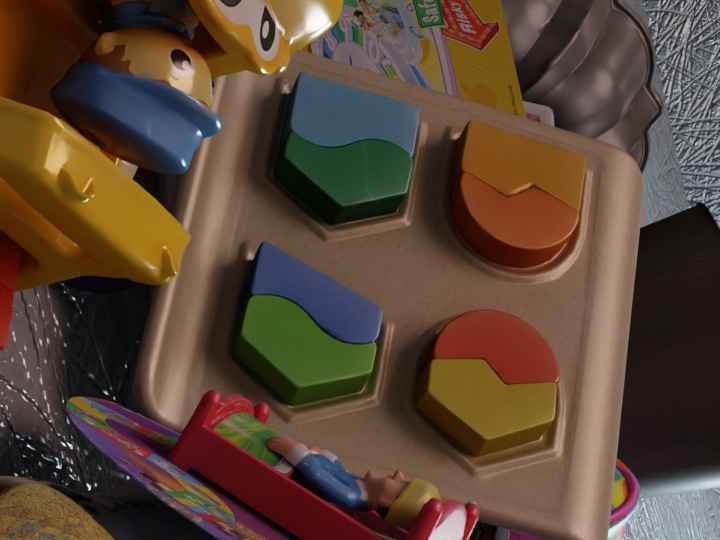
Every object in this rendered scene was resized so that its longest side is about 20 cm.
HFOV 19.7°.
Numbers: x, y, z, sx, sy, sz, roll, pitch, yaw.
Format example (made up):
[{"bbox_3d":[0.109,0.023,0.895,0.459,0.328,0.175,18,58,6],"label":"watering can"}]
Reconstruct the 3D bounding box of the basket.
[{"bbox_3d":[0.115,0.062,1.148,0.181,0.198,0.137,-101,175,-51],"label":"basket"}]

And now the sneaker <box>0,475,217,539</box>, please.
[{"bbox_3d":[-0.087,0.092,0.682,0.200,0.072,0.085,-57,132,-68],"label":"sneaker"}]

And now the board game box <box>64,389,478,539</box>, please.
[{"bbox_3d":[-0.005,0.077,0.706,0.199,0.039,0.158,30,1,-25],"label":"board game box"}]

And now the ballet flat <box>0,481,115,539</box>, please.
[{"bbox_3d":[-0.050,0.150,0.558,0.071,0.070,0.202,-42,121,-73],"label":"ballet flat"}]

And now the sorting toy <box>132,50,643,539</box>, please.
[{"bbox_3d":[0.021,0.001,0.823,0.037,0.199,0.186,128,-23,-56],"label":"sorting toy"}]

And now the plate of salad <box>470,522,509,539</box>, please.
[{"bbox_3d":[0.025,0.085,1.015,0.200,0.048,0.202,180,-90,-70],"label":"plate of salad"}]

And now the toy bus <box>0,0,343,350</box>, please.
[{"bbox_3d":[-0.100,-0.048,0.558,0.136,0.199,0.193,47,39,-58],"label":"toy bus"}]

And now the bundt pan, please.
[{"bbox_3d":[0.048,-0.076,1.046,0.203,0.200,0.076,67,27,-27],"label":"bundt pan"}]

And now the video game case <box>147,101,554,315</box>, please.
[{"bbox_3d":[0.000,0.000,0.894,0.024,0.181,0.201,127,-30,-56],"label":"video game case"}]

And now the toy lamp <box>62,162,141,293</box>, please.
[{"bbox_3d":[-0.096,-0.078,0.846,0.201,0.058,0.058,-85,155,-45],"label":"toy lamp"}]

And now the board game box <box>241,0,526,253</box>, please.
[{"bbox_3d":[0.007,-0.055,0.890,0.034,0.133,0.201,127,-42,-56],"label":"board game box"}]

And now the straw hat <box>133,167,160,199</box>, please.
[{"bbox_3d":[-0.019,-0.017,0.960,0.085,0.200,0.202,127,-40,-57],"label":"straw hat"}]

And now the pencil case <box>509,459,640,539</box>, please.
[{"bbox_3d":[0.084,0.168,1.062,0.089,0.088,0.201,-87,-175,-49],"label":"pencil case"}]
